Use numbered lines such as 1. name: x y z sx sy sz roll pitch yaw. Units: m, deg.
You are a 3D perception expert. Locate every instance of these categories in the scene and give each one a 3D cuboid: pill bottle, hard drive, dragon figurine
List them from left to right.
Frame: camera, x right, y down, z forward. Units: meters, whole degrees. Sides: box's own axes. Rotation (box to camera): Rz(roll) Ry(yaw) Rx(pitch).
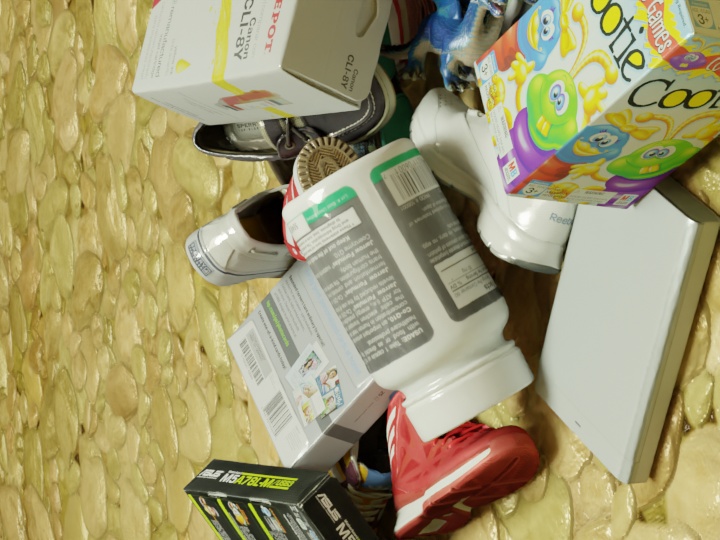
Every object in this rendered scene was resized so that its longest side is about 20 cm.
1. pill bottle: 0.037 0.015 1.578 0.200 0.113 0.113 61 149 2
2. dragon figurine: 0.067 -0.188 1.599 0.200 0.059 0.100 26 115 59
3. hard drive: 0.179 0.026 1.487 0.132 0.026 0.201 48 134 51

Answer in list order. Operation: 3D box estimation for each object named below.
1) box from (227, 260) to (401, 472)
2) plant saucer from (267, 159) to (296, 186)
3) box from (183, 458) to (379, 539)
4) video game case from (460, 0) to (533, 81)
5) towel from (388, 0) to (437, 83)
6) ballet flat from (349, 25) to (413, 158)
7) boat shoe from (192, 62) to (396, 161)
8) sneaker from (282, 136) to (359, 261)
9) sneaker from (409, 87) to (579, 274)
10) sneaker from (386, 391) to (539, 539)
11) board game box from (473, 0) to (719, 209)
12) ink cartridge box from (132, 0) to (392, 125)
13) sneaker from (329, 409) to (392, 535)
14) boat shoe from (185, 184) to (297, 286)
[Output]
1. box: -0.013 0.047 1.766 0.200 0.041 0.156 -49 46 23
2. plant saucer: -0.083 -0.166 1.872 0.200 0.029 0.201 -20 -90 -84
3. box: -0.034 0.246 1.775 0.200 0.048 0.193 56 155 -18
4. video game case: 0.120 -0.240 1.578 0.182 0.022 0.201 5 97 63
5. towel: 0.005 -0.213 1.807 0.200 0.023 0.145 -45 53 56
6. ballet flat: 0.002 -0.138 1.729 0.074 0.074 0.201 8 113 62
7. boat shoe: -0.055 -0.119 1.699 0.200 0.065 0.072 -7 108 47
8. sneaker: 0.000 0.000 1.691 0.201 0.071 0.112 66 165 6
9. sneaker: 0.107 -0.081 1.589 0.200 0.074 0.087 51 121 43
10. sneaker: 0.063 0.128 1.668 0.200 0.078 0.116 -43 56 55
11. board game box: 0.175 -0.133 1.364 0.200 0.105 0.103 -43 51 49
12. ink cartridge box: -0.071 -0.194 1.629 0.200 0.083 0.146 -1 72 51
13. sneaker: -0.004 0.177 1.805 0.090 0.075 0.201 -138 50 -61
14. boat shoe: -0.065 -0.038 1.812 0.070 0.200 0.071 -38 78 29
